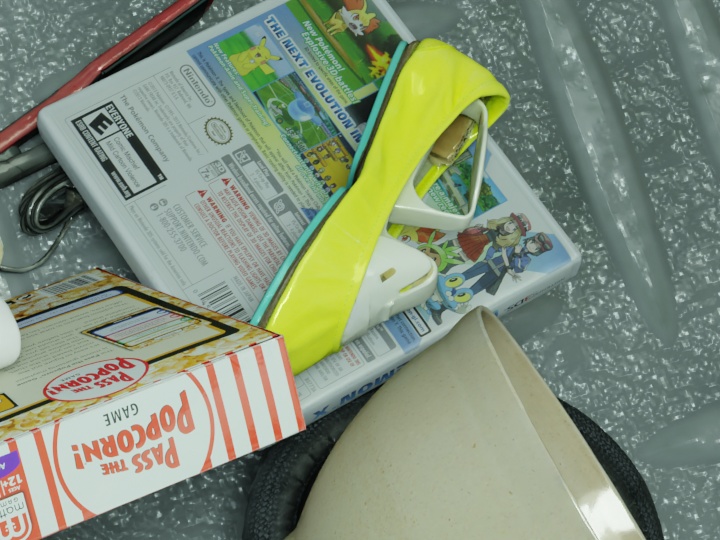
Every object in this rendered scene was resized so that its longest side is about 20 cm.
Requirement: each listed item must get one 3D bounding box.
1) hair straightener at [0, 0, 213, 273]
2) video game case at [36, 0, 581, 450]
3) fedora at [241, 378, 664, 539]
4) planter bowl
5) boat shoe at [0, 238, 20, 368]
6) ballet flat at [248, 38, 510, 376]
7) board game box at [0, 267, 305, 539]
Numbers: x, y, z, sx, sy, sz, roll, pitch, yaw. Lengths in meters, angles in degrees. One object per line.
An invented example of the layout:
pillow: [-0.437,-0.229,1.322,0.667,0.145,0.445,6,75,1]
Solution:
hair straightener: [-0.125,-0.060,1.254,0.200,0.041,0.077,-36,84,-27]
video game case: [-0.025,-0.036,1.219,0.182,0.022,0.200,-28,66,-19]
fedora: [0.039,0.143,1.204,0.199,0.092,0.202,4,68,-10]
planter bowl: [0.046,0.133,1.069,0.134,0.200,0.201,-31,81,7]
boat shoe: [-0.193,-0.004,1.149,0.069,0.071,0.200,-3,30,-20]
ballet flat: [0.013,-0.022,1.165,0.067,0.067,0.200,24,59,6]
board game box: [-0.137,0.055,1.121,0.151,0.200,0.047,-21,107,-24]
